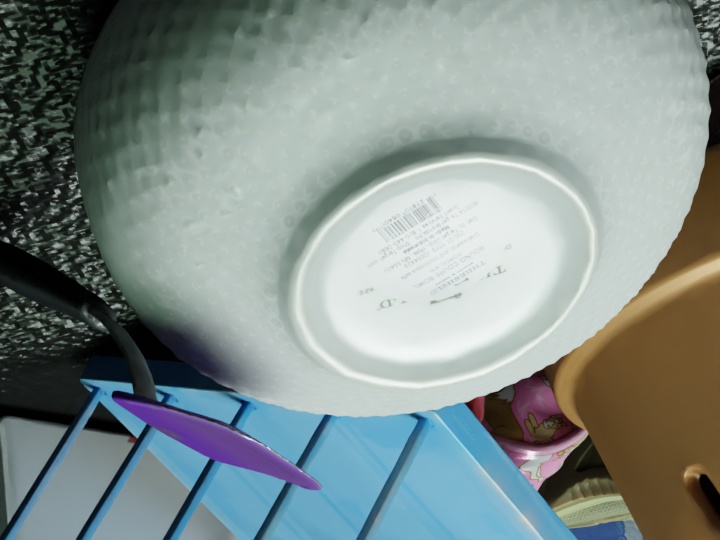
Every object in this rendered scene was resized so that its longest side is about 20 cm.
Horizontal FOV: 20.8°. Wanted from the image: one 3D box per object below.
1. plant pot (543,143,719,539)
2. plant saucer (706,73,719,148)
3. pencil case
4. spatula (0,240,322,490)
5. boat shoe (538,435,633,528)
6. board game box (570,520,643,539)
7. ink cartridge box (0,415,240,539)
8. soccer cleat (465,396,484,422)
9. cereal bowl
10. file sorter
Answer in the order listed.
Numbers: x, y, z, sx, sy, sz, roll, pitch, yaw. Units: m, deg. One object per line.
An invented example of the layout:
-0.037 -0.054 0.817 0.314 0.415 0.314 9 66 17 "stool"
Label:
0.172 0.053 0.740 0.199 0.141 0.200 -9 154 -4 "plant pot"
0.202 -0.038 0.765 0.199 0.032 0.201 -10 153 -5 "plant saucer"
0.039 0.106 0.881 0.082 0.087 0.201 21 134 0 "pencil case"
-0.081 0.026 0.646 0.021 0.200 0.056 -54 133 -2 "spatula"
0.133 0.086 0.937 0.200 0.074 0.063 -25 157 31 "boat shoe"
0.219 0.184 1.186 0.198 0.044 0.200 -10 153 -1 "board game box"
-0.157 0.153 0.932 0.146 0.083 0.200 13 145 -38 "ink cartridge box"
0.000 0.000 0.711 0.068 0.074 0.200 -19 152 17 "soccer cleat"
0.016 -0.024 0.598 0.199 0.084 0.201 -9 136 -9 "cereal bowl"
-0.031 0.126 0.763 0.199 0.123 0.139 2 142 44 "file sorter"
